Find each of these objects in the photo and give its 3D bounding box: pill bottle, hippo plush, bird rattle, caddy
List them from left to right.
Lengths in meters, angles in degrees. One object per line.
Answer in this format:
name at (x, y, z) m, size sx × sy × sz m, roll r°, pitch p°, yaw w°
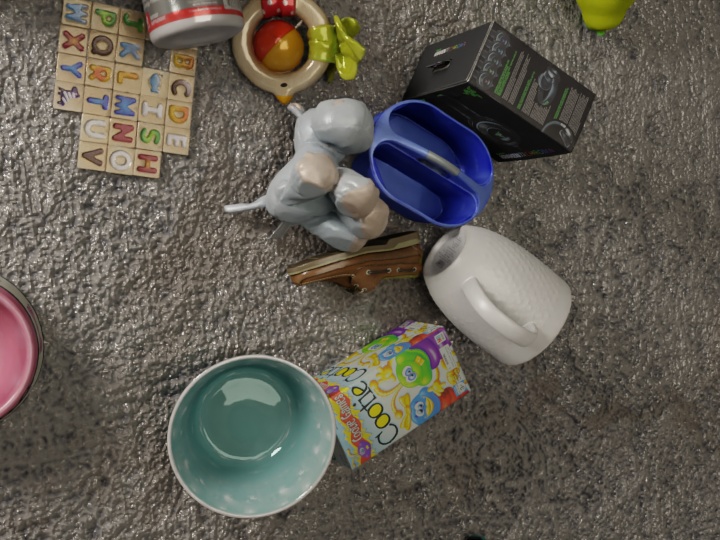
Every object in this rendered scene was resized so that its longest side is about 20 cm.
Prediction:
pill bottle at (-0.212, -0.374, 1.087) m, size 0.114 × 0.114 × 0.200 m, roll -14°, pitch 94°, yaw -25°
bird rattle at (-0.090, -0.306, 1.163) m, size 0.163 × 0.113 × 0.200 m, roll -46°, pitch 109°, yaw 2°
hippo plush at (-0.036, -0.126, 1.169) m, size 0.159 × 0.200 × 0.161 m, roll 33°, pitch 59°, yaw -28°
caddy at (0.088, -0.142, 1.248) m, size 0.200 × 0.105 × 0.142 m, roll 27°, pitch 79°, yaw -24°

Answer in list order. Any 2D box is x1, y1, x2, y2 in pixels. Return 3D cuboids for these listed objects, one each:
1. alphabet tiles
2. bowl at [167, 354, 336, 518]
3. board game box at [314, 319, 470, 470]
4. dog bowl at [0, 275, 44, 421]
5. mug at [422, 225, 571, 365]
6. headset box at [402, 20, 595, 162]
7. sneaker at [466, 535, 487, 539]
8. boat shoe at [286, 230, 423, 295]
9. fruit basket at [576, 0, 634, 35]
alphabet tiles at (-0.285, -0.217, 1.119) m, size 0.167 × 0.008 × 0.201 m, roll 5°, pitch 89°, yaw -26°
bowl at (-0.137, 0.193, 1.140) m, size 0.200 × 0.105 × 0.201 m, roll -1°, pitch 96°, yaw -12°
board game box at (0.028, 0.162, 1.233) m, size 0.200 × 0.103 × 0.105 m, roll -30°, pitch 104°, yaw -22°
dog bowl at (-0.449, 0.091, 1.014) m, size 0.200 × 0.074 × 0.201 m, roll -1°, pitch 92°, yaw -26°
mug at (0.182, 0.035, 1.254) m, size 0.175 × 0.200 × 0.148 m, roll 37°, pitch 107°, yaw -20°
headset box at (0.180, -0.240, 1.252) m, size 0.200 × 0.174 × 0.093 m, roll 28°, pitch 79°, yaw -25°
sneaker at (0.195, 0.430, 1.343) m, size 0.200 × 0.071 × 0.080 m, roll 5°, pitch 94°, yaw -25°
boat shoe at (0.000, 0.000, 1.231) m, size 0.200 × 0.072 × 0.068 m, roll -15°, pitch 98°, yaw -24°
fruit basket at (0.373, -0.459, 1.352) m, size 0.216 × 0.216 × 0.156 m, roll 41°, pitch 76°, yaw -22°
